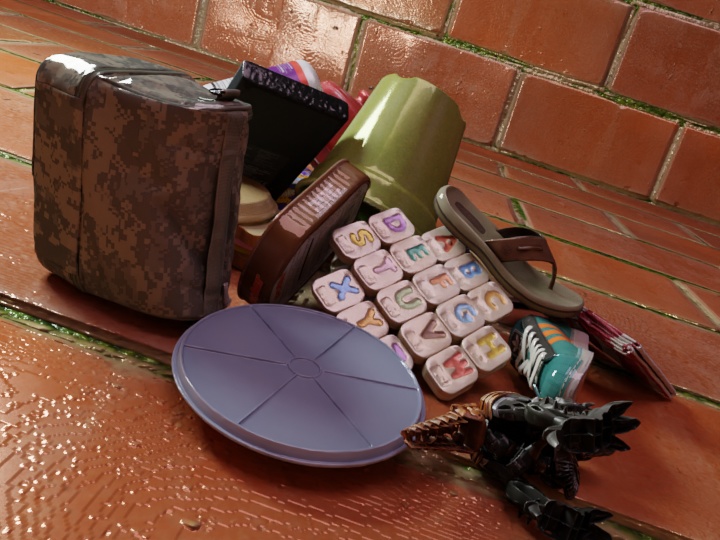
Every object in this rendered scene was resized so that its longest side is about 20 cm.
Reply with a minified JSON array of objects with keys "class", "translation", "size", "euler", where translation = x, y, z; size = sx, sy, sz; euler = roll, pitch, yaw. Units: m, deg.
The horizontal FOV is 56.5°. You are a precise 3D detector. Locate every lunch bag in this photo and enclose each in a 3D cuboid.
[{"class":"lunch bag","translation":[-0.176,-0.068,0.575],"size":[0.165,0.205,0.138],"euler":[22,21,27]}]

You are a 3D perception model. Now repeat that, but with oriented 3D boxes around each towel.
[{"class":"towel","translation":[0.268,0.070,0.792],"size":[0.143,0.023,0.200],"euler":[38,3,-41]}]

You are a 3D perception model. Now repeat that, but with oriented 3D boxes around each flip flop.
[{"class":"flip flop","translation":[0.164,-0.027,0.716],"size":[0.200,0.058,0.081],"euler":[45,28,7]}]

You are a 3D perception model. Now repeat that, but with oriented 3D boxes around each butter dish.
[{"class":"butter dish","translation":[-0.034,-0.236,1.105],"size":[0.200,0.147,0.200],"euler":[49,-2,-7]}]

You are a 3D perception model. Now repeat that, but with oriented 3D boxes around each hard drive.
[{"class":"hard drive","translation":[-0.121,-0.161,0.827],"size":[0.137,0.199,0.034],"euler":[14,59,-30]}]

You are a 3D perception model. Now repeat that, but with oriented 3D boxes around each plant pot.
[{"class":"plant pot","translation":[0.043,-0.136,0.861],"size":[0.197,0.187,0.201],"euler":[26,-12,6]}]

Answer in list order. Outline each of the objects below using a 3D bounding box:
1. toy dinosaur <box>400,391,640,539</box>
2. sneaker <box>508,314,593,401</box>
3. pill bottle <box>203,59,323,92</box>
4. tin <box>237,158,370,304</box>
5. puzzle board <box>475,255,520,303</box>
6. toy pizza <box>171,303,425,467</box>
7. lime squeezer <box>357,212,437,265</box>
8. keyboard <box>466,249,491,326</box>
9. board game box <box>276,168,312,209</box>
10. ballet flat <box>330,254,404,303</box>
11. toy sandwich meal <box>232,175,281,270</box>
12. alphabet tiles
[{"class":"toy dinosaur","translation":[0.120,0.133,0.492],"size":[0.196,0.105,0.135],"euler":[-14,15,-25]},{"class":"sneaker","translation":[0.181,0.090,0.664],"size":[0.078,0.073,0.200],"euler":[21,11,14]},{"class":"pill bottle","translation":[-0.150,-0.211,0.923],"size":[0.196,0.115,0.113],"euler":[-20,31,-15]},{"class":"tin","translation":[-0.050,-0.036,0.670],"size":[0.041,0.113,0.200],"euler":[30,45,11]},{"class":"puzzle board","translation":[0.202,0.006,0.997],"size":[0.147,0.018,0.200],"euler":[7,21,-27]},{"class":"toy pizza","translation":[-0.046,0.087,0.511],"size":[0.195,0.032,0.201],"euler":[14,22,-6]},{"class":"lime squeezer","translation":[0.063,0.001,0.733],"size":[0.038,0.071,0.200],"euler":[-40,78,-24]},{"class":"keyboard","translation":[0.131,-0.014,0.820],"size":[0.020,0.130,0.201],"euler":[-9,21,-2]},{"class":"board game box","translation":[-0.148,-0.135,1.022],"size":[0.197,0.046,0.134],"euler":[0,26,-43]},{"class":"ballet flat","translation":[0.000,0.000,0.758],"size":[0.070,0.073,0.200],"euler":[9,19,-22]},{"class":"toy sandwich meal","translation":[-0.181,-0.068,0.779],"size":[0.200,0.072,0.206],"euler":[12,19,-4]},{"class":"alphabet tiles","translation":[0.056,0.025,0.651],"size":[0.193,0.015,0.201],"euler":[-21,63,-34]}]
